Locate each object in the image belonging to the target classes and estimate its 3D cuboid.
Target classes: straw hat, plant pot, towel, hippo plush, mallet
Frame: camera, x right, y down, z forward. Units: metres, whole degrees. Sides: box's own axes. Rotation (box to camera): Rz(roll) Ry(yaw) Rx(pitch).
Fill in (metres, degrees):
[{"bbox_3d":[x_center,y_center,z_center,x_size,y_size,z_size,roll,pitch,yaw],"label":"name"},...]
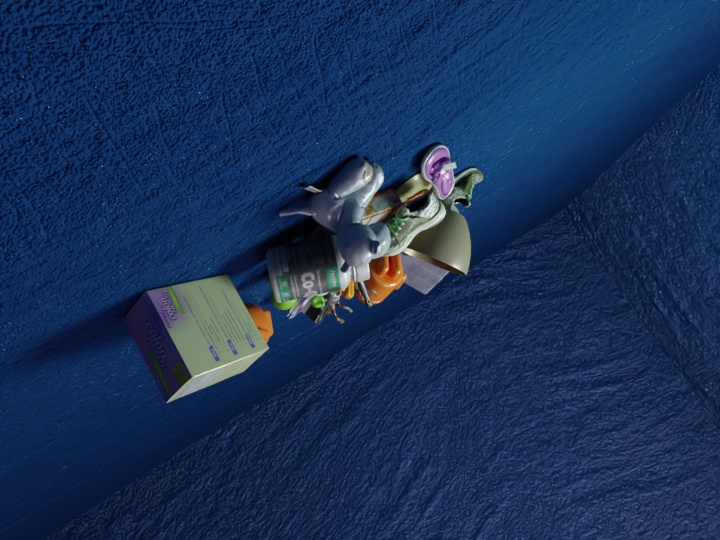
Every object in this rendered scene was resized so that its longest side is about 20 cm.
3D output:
[{"bbox_3d":[0.134,-0.151,1.398,0.199,0.086,0.201,-32,168,-8],"label":"straw hat"},{"bbox_3d":[0.205,-0.088,1.486,0.137,0.197,0.200,-67,166,-1],"label":"plant pot"},{"bbox_3d":[-0.109,0.036,1.510,0.201,0.024,0.147,-49,176,19],"label":"towel"},{"bbox_3d":[-0.005,-0.097,1.055,0.159,0.162,0.199,-40,166,34],"label":"hippo plush"},{"bbox_3d":[0.000,0.000,1.452,0.065,0.202,0.041,-35,-151,-13],"label":"mallet"}]

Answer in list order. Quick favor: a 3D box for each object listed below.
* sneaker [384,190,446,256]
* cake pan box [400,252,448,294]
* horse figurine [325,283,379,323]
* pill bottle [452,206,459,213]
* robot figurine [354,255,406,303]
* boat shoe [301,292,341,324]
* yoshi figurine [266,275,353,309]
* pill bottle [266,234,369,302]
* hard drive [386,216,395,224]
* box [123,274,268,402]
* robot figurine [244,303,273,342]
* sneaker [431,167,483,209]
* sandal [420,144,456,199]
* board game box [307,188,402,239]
[{"bbox_3d":[0.096,-0.114,1.292,0.199,0.077,0.089,-38,142,0],"label":"sneaker"},{"bbox_3d":[0.155,-0.023,1.676,0.053,0.182,0.200,-62,-176,-31],"label":"cake pan box"},{"bbox_3d":[-0.045,0.054,1.519,0.199,0.133,0.050,-36,-164,24],"label":"horse figurine"},{"bbox_3d":[0.204,-0.112,1.667,0.112,0.115,0.200,-26,166,-28],"label":"pill bottle"},{"bbox_3d":[0.042,0.019,1.593,0.143,0.117,0.200,-31,168,-35],"label":"robot figurine"},{"bbox_3d":[-0.079,0.061,1.456,0.076,0.060,0.201,-43,174,-47],"label":"boat shoe"},{"bbox_3d":[-0.120,0.045,1.283,0.196,0.115,0.112,-1,-158,18],"label":"yoshi figurine"},{"bbox_3d":[-0.086,-0.009,1.171,0.196,0.115,0.113,-12,166,-5],"label":"pill bottle"},{"bbox_3d":[0.040,-0.076,1.587,0.130,0.026,0.200,-27,166,-28],"label":"hard drive"},{"bbox_3d":[-0.303,0.119,1.078,0.096,0.178,0.199,-40,167,30],"label":"box"},{"bbox_3d":[-0.292,0.144,1.354,0.199,0.143,0.118,-16,137,-54],"label":"robot figurine"},{"bbox_3d":[0.267,-0.206,1.526,0.198,0.089,0.077,-25,166,-36],"label":"sneaker"},{"bbox_3d":[0.188,-0.217,1.284,0.083,0.049,0.202,-55,155,-1],"label":"sandal"},{"bbox_3d":[-0.017,-0.102,1.286,0.198,0.047,0.152,-23,164,-42],"label":"board game box"}]
